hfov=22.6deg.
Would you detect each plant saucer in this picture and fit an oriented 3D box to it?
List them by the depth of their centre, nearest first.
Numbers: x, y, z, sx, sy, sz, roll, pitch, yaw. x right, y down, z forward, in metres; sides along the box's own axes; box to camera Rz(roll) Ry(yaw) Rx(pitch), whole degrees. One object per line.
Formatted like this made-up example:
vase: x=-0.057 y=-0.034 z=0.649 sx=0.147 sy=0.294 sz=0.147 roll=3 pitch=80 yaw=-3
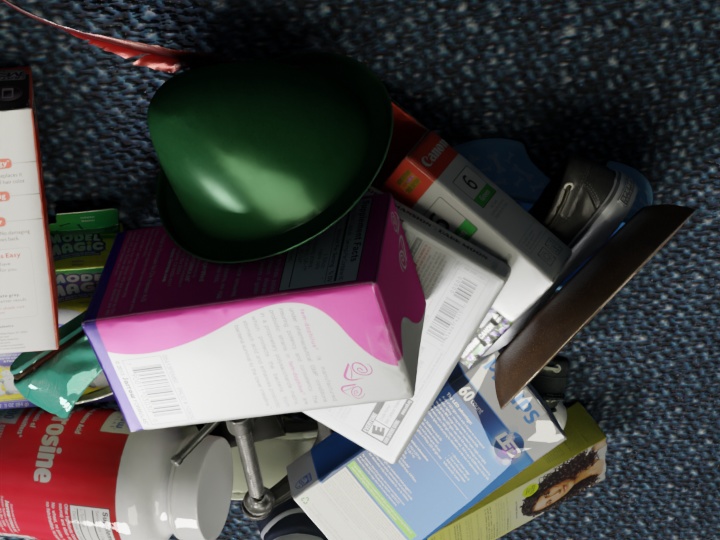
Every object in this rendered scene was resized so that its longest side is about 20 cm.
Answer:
plant saucer: x=0.161 y=0.019 z=1.296 sx=0.032 sy=0.200 sz=0.200 roll=44 pitch=130 yaw=6

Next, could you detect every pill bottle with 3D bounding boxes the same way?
pill bottle: x=-0.210 y=0.167 z=1.456 sx=0.200 sy=0.112 sz=0.112 roll=4 pitch=144 yaw=15

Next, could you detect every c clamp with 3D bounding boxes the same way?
c clamp: x=-0.073 y=0.136 z=1.439 sx=0.171 sy=0.027 sz=0.200 roll=-45 pitch=150 yaw=-20

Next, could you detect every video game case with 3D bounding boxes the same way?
video game case: x=-0.013 y=0.026 z=1.278 sx=0.182 sy=0.023 sz=0.200 roll=30 pitch=128 yaw=2

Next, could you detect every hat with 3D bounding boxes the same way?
hat: x=-0.103 y=-0.115 z=1.130 sx=0.200 sy=0.166 sz=0.176 roll=-22 pitch=140 yaw=14

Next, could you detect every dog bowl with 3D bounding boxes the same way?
dog bowl: x=0.135 y=-0.037 z=1.369 sx=0.200 sy=0.050 sz=0.112 roll=10 pitch=138 yaw=-23

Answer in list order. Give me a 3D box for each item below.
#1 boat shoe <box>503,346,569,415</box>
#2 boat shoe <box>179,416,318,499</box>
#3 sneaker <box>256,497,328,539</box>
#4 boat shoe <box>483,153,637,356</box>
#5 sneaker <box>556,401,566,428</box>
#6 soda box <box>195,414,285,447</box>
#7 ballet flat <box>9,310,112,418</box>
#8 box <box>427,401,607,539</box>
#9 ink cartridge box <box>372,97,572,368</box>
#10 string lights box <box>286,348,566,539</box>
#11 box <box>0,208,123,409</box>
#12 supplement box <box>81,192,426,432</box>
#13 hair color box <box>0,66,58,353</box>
boat shoe: x=0.075 y=0.073 z=1.486 sx=0.200 sy=0.076 sz=0.060 roll=16 pitch=96 yaw=-15
boat shoe: x=-0.083 y=0.160 z=1.551 sx=0.201 sy=0.072 sz=0.060 roll=3 pitch=176 yaw=-16
sneaker: x=0.004 y=0.221 z=1.613 sx=0.200 sy=0.109 sz=0.070 roll=-9 pitch=142 yaw=-1
boat shoe: x=0.117 y=-0.013 z=1.309 sx=0.066 sy=0.070 sz=0.200 roll=31 pitch=134 yaw=-12
sneaker: x=0.085 y=0.143 z=1.540 sx=0.200 sy=0.099 sz=0.078 roll=2 pitch=140 yaw=-14
soda box: x=-0.118 y=0.063 z=1.428 sx=0.071 sy=0.063 sz=0.200 roll=-13 pitch=141 yaw=6
ballet flat: x=-0.164 y=0.039 z=1.311 sx=0.200 sy=0.067 sz=0.070 roll=-38 pitch=108 yaw=14
box: x=0.124 y=0.196 z=1.600 sx=0.200 sy=0.050 sz=0.075 roll=-27 pitch=144 yaw=-13
ink cartridge box: x=0.038 y=-0.035 z=1.268 sx=0.200 sy=0.050 sz=0.109 roll=40 pitch=128 yaw=-1
string lights box: x=0.052 y=0.146 z=1.436 sx=0.200 sy=0.059 sz=0.103 roll=-36 pitch=111 yaw=5
box: x=-0.235 y=0.029 z=1.377 sx=0.117 sy=0.048 sz=0.200 roll=-4 pitch=139 yaw=-8
supplement box: x=-0.066 y=0.029 z=1.195 sx=0.200 sy=0.103 sz=0.101 roll=-7 pitch=127 yaw=15
hair color box: x=-0.266 y=-0.037 z=1.238 sx=0.101 sy=0.061 sz=0.200 roll=-4 pitch=126 yaw=-7
